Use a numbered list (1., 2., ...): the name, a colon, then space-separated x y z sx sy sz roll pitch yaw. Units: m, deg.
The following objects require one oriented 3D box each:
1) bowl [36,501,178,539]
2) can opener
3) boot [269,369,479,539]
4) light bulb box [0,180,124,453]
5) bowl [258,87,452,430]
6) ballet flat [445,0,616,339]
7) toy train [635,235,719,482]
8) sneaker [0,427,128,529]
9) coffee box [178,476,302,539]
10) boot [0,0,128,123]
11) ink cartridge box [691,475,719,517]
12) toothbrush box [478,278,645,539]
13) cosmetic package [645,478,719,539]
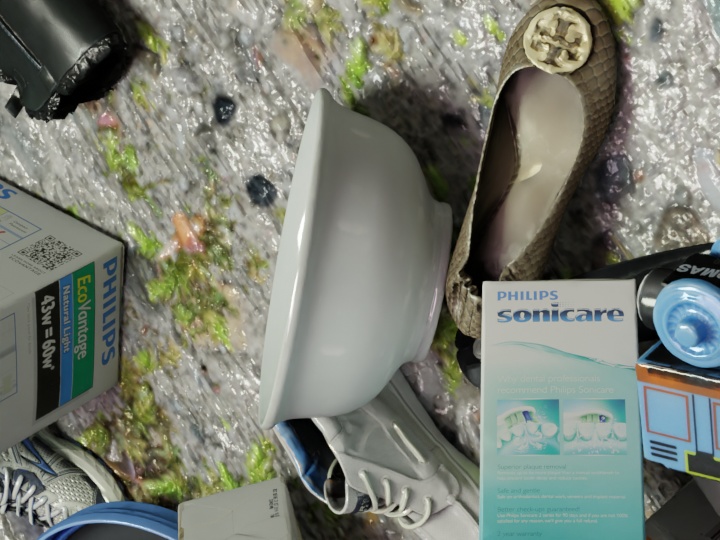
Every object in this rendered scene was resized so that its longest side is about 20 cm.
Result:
1. bowl: -0.155 0.256 1.450 0.200 0.039 0.201 9 119 16
2. can opener: 0.132 0.026 1.134 0.200 0.079 0.063 -28 52 41
3. boot: 0.018 0.138 1.246 0.200 0.096 0.074 50 133 10
4. light bulb box: -0.303 0.031 1.397 0.198 0.200 0.125 26 126 29
5. bowl: 0.000 0.000 1.167 0.090 0.201 0.201 10 124 -6
6. ballet flat: 0.089 -0.056 1.095 0.067 0.046 0.200 23 104 18
7. toy train: 0.221 0.050 0.930 0.200 0.087 0.114 11 123 36
8. sneaker: -0.254 0.157 1.495 0.200 0.085 0.077 45 132 14
9. coffee box: -0.059 0.256 1.337 0.080 0.114 0.200 -15 107 0
10. boot: -0.208 -0.200 1.296 0.163 0.073 0.198 56 141 8
11. ink cartridge box: 0.272 0.078 1.010 0.200 0.084 0.145 -40 81 44
12. toothbrush box: 0.105 0.125 1.046 0.085 0.200 0.146 -1 147 5
13. cosmetic package: 0.176 0.223 1.170 0.101 0.071 0.200 42 132 17
